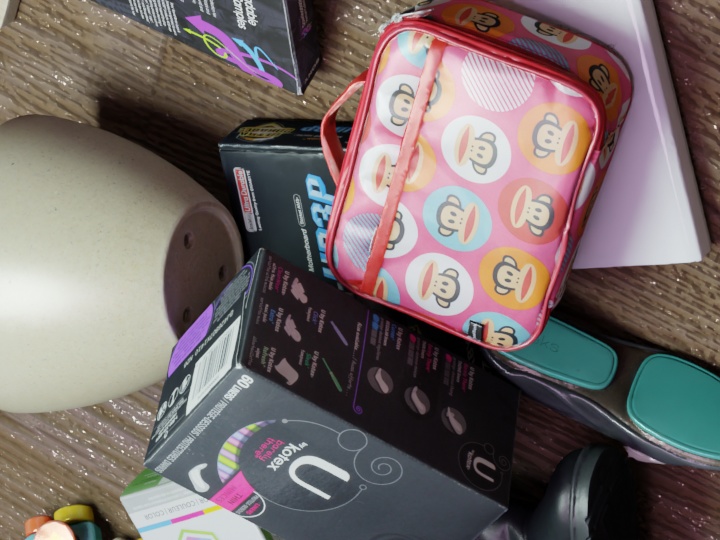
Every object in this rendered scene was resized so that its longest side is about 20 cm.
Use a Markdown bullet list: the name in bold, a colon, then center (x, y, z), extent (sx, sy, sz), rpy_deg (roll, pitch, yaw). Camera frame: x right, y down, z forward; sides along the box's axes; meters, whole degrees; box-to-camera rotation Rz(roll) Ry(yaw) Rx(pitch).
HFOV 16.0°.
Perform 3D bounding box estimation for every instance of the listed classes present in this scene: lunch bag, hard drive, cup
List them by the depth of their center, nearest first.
- **lunch bag**: center (0.059, -0.066, 1.556), extent (0.175, 0.082, 0.201), rpy_deg (22, 122, 12)
- **hard drive**: center (0.132, -0.097, 1.572), extent (0.131, 0.027, 0.201), rpy_deg (-3, 114, 31)
- **cup**: center (-0.161, 0.001, 1.690), extent (0.142, 0.200, 0.202), rpy_deg (5, 119, 29)

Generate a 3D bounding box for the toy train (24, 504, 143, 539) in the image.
- **toy train**: center (-0.195, 0.256, 1.900), extent (0.199, 0.151, 0.056), rpy_deg (25, 167, 20)

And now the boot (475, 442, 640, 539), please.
- **boot**: center (0.098, 0.171, 1.689), extent (0.167, 0.077, 0.201), rpy_deg (12, 148, 23)

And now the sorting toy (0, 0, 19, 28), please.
- **sorting toy**: center (-0.308, -0.278, 1.701), extent (0.199, 0.070, 0.200), rpy_deg (31, 128, 11)

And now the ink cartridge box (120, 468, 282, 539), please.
- **ink cartridge box**: center (-0.078, 0.222, 1.862), extent (0.103, 0.059, 0.201), rpy_deg (-18, 107, 36)

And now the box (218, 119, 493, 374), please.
- **box**: center (0.000, 0.000, 1.694), extent (0.158, 0.046, 0.201), rpy_deg (5, 119, 28)

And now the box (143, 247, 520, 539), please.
- **box**: center (-0.016, 0.098, 1.591), extent (0.199, 0.107, 0.122), rpy_deg (28, 132, -18)

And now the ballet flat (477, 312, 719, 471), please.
- **ballet flat**: center (0.167, 0.080, 1.636), extent (0.199, 0.073, 0.073), rpy_deg (24, 127, 10)

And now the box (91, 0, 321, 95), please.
- **box**: center (-0.121, -0.196, 1.619), extent (0.199, 0.036, 0.143), rpy_deg (27, 158, 16)
